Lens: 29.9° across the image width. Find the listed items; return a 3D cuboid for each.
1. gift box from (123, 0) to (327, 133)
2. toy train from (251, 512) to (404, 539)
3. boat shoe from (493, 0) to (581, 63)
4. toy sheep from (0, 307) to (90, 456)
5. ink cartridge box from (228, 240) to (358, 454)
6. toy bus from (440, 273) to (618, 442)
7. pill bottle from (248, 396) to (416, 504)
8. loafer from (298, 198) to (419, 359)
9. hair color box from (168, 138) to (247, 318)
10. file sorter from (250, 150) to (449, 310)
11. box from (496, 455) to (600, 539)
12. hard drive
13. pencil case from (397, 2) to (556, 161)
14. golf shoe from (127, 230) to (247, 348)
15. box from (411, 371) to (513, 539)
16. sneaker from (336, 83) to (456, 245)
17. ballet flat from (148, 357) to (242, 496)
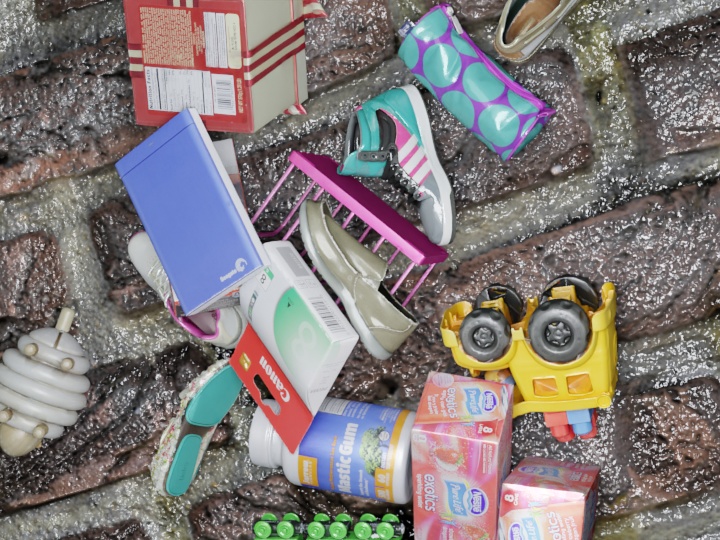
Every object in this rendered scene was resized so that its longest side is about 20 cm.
[{"bbox_3d":[-0.151,-0.261,1.606,0.199,0.187,0.186,11,116,17],"label":"gift box"},{"bbox_3d":[-0.041,0.334,1.682,0.198,0.042,0.057,-2,100,15],"label":"toy train"},{"bbox_3d":[0.226,-0.334,1.581,0.074,0.068,0.201,32,99,12],"label":"boat shoe"},{"bbox_3d":[-0.408,0.143,1.728,0.137,0.138,0.201,25,86,13],"label":"toy sheep"},{"bbox_3d":[-0.095,0.092,1.556,0.161,0.050,0.201,52,128,31],"label":"ink cartridge box"},{"bbox_3d":[0.207,0.114,1.576,0.198,0.136,0.193,-6,105,17],"label":"toy bus"},{"bbox_3d":[-0.030,0.212,1.638,0.198,0.112,0.113,7,93,14],"label":"pill bottle"},{"bbox_3d":[0.000,0.000,1.511,0.069,0.075,0.201,-30,97,14],"label":"loafer"},{"bbox_3d":[-0.192,-0.053,1.655,0.110,0.064,0.201,-11,71,-9],"label":"hair color box"},{"bbox_3d":[-0.019,-0.031,1.617,0.200,0.139,0.126,39,102,11],"label":"file sorter"},{"bbox_3d":[0.214,0.278,1.528,0.094,0.200,0.103,7,93,14],"label":"box"},{"bbox_3d":[-0.196,-0.066,1.556,0.132,0.025,0.201,-31,81,32],"label":"hard drive"},{"bbox_3d":[0.135,-0.225,1.598,0.200,0.085,0.093,46,131,9],"label":"pencil case"},{"bbox_3d":[-0.223,0.020,1.696,0.200,0.091,0.075,40,103,12],"label":"golf shoe"},{"bbox_3d":[0.118,0.225,1.550,0.102,0.095,0.201,8,132,12],"label":"box"},{"bbox_3d":[0.035,-0.117,1.605,0.120,0.084,0.201,-14,80,-17],"label":"sneaker"},{"bbox_3d":[-0.217,0.190,1.713,0.064,0.075,0.201,32,94,46],"label":"ballet flat"}]
